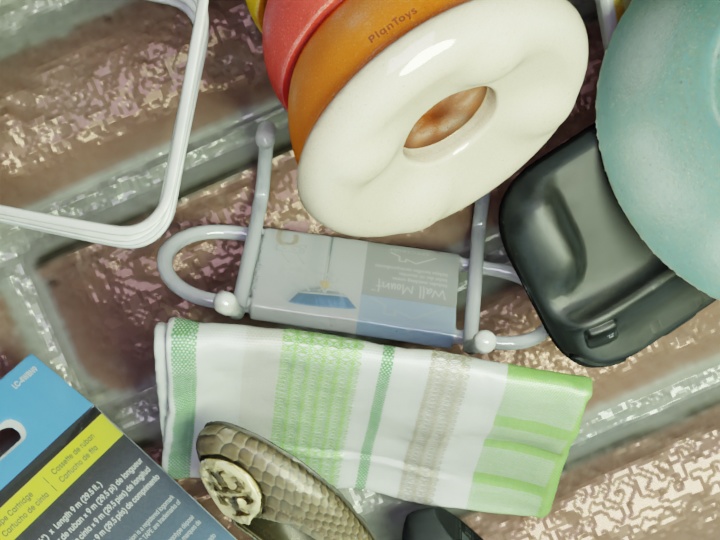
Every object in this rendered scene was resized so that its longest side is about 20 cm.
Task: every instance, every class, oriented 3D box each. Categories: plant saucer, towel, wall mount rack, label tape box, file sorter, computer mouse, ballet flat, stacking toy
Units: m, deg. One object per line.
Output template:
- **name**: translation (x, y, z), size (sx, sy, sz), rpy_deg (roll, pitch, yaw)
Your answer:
- **plant saucer**: translation (0.206, -0.076, 0.980), size (0.200, 0.039, 0.202), rpy_deg (-1, 73, 4)
- **towel**: translation (0.001, 0.075, 1.034), size (0.199, 0.149, 0.031), rpy_deg (8, 64, 0)
- **wall mount rack**: translation (0.000, 0.000, 1.027), size (0.199, 0.174, 0.075), rpy_deg (8, 126, 0)
- **label tape box**: translation (-0.132, 0.154, 1.030), size (0.200, 0.143, 0.066), rpy_deg (42, 127, 2)
- **file sorter**: translation (-0.139, -0.083, 1.012), size (0.124, 0.200, 0.140), rpy_deg (11, 88, -4)
- **computer mouse**: translation (0.091, 0.192, 1.077), size (0.200, 0.059, 0.034), rpy_deg (44, 99, -3)
- **ballet flat**: translation (-0.014, 0.148, 1.042), size (0.200, 0.067, 0.046), rpy_deg (50, 64, -26)
- **stacking toy**: translation (-0.003, -0.129, 0.984), size (0.146, 0.146, 0.200), rpy_deg (-32, 65, -1)

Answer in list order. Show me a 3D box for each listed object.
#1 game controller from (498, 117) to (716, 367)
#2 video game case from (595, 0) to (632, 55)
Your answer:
- **game controller**: translation (0.161, -0.041, 1.032), size (0.199, 0.042, 0.105), rpy_deg (-33, 99, -13)
- **video game case**: translation (0.209, -0.115, 1.062), size (0.181, 0.023, 0.201), rpy_deg (-13, 113, -1)
